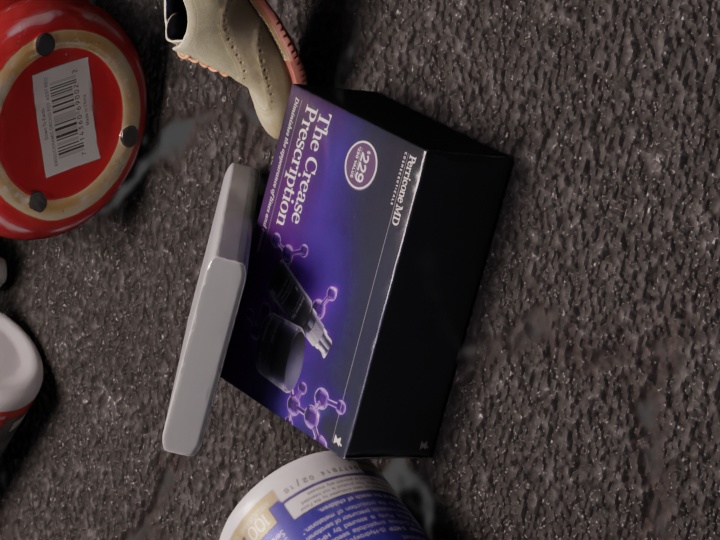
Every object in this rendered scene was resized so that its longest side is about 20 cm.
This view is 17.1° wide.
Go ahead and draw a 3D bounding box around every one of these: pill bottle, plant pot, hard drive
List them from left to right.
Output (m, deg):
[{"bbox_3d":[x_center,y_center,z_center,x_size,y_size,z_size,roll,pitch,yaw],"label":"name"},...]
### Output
[{"bbox_3d":[-0.334,0.127,1.849,0.200,0.116,0.116,-57,49,31],"label":"pill bottle"},{"bbox_3d":[-0.271,-0.124,1.728,0.182,0.200,0.201,23,105,45],"label":"plant pot"},{"bbox_3d":[-0.095,0.021,1.556,0.200,0.027,0.132,-88,13,-71],"label":"hard drive"},{"bbox_3d":[0.008,0.216,1.447,0.200,0.119,0.120,51,124,38],"label":"pill bottle"}]

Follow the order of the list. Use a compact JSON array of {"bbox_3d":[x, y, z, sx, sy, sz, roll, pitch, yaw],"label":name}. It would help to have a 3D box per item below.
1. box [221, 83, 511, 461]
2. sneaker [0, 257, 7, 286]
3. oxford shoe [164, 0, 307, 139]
[{"bbox_3d":[0.000,0.000,1.502,0.141,0.079,0.201,28,109,44],"label":"box"},{"bbox_3d":[-0.366,-0.005,1.888,0.200,0.080,0.071,9,82,31],"label":"sneaker"},{"bbox_3d":[-0.089,-0.155,1.543,0.071,0.074,0.200,50,167,50],"label":"oxford shoe"}]
